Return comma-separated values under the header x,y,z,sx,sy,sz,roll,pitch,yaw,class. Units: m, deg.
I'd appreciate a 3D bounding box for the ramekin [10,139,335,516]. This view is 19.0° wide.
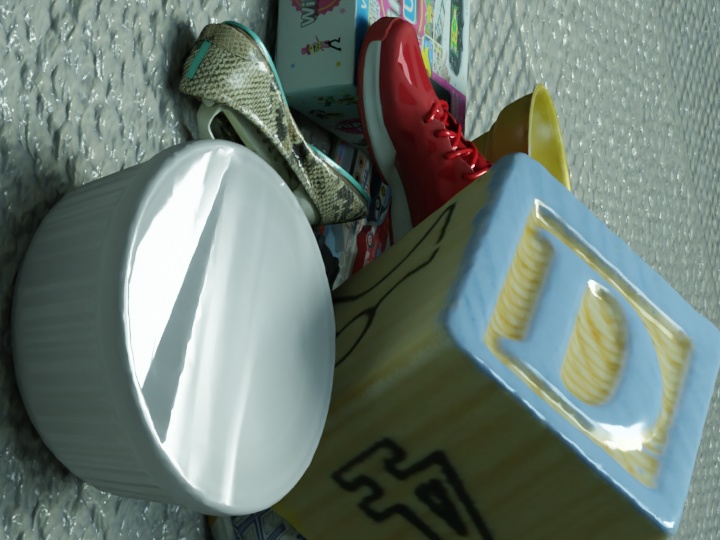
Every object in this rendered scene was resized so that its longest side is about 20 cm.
x,y,z,sx,sy,sz,roll,pitch,yaw,class
-0.104,0.033,1.166,0.202,0.094,0.203,14,73,-58,ramekin

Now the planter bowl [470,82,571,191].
x,y,z,sx,sy,sz,roll,pitch,yaw,class
0.099,-0.029,1.532,0.200,0.083,0.201,-5,90,-77,planter bowl

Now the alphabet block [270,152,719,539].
x,y,z,sx,sy,sz,roll,pitch,yaw,class
0.078,0.085,1.336,0.196,0.200,0.196,42,40,-13,alphabet block

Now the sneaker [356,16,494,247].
x,y,z,sx,sy,sz,roll,pitch,yaw,class
0.072,-0.073,1.410,0.078,0.115,0.201,-44,126,-57,sneaker

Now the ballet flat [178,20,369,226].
x,y,z,sx,sy,sz,roll,pitch,yaw,class
-0.062,-0.073,1.362,0.075,0.068,0.200,-56,141,-18,ballet flat

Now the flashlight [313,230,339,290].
x,y,z,sx,sy,sz,roll,pitch,yaw,class
-0.064,0.048,1.338,0.068,0.067,0.200,66,32,-30,flashlight

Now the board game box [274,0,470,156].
x,y,z,sx,sy,sz,roll,pitch,yaw,class
0.011,-0.168,1.504,0.200,0.064,0.148,25,65,-62,board game box

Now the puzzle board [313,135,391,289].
x,y,z,sx,sy,sz,roll,pitch,yaw,class
0.000,0.000,1.562,0.151,0.017,0.201,57,39,-54,puzzle board

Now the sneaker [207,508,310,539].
x,y,z,sx,sy,sz,roll,pitch,yaw,class
-0.048,0.178,1.354,0.075,0.088,0.201,30,62,-63,sneaker
